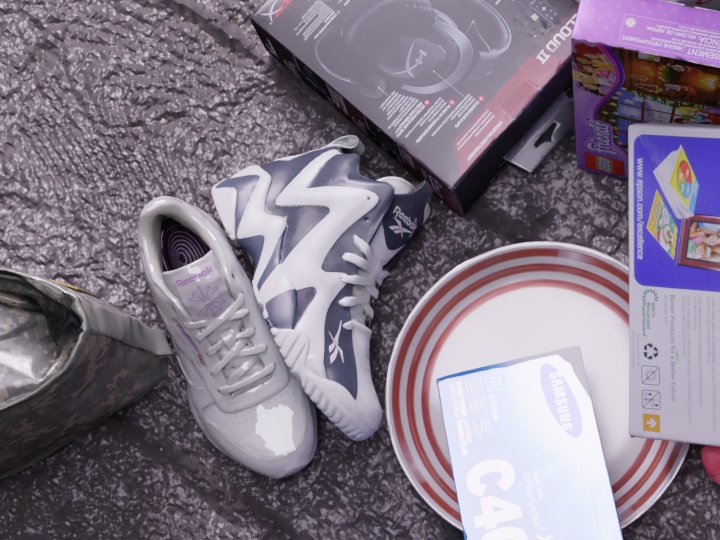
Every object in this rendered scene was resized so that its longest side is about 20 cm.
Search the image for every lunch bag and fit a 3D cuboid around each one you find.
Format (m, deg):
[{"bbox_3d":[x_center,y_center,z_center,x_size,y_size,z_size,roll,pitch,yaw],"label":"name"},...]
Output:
[{"bbox_3d":[-0.231,0.060,1.670,0.200,0.164,0.118,-20,75,10],"label":"lunch bag"}]

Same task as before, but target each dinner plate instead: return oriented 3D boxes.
[{"bbox_3d":[0.116,0.081,1.704,0.200,0.024,0.201,-2,76,7],"label":"dinner plate"}]

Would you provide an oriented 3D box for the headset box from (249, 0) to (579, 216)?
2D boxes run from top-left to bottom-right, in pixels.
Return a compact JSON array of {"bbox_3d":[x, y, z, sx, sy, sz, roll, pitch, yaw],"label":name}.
[{"bbox_3d":[0.053,-0.146,1.737,0.200,0.077,0.149,40,85,13],"label":"headset box"}]

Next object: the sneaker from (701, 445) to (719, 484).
[{"bbox_3d":[0.268,0.050,1.666,0.087,0.074,0.201,16,80,12],"label":"sneaker"}]

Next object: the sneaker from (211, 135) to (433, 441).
[{"bbox_3d":[0.000,0.000,1.703,0.129,0.080,0.199,-29,60,6],"label":"sneaker"}]

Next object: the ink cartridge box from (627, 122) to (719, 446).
[{"bbox_3d":[0.257,0.013,1.591,0.200,0.043,0.199,6,103,29],"label":"ink cartridge box"}]

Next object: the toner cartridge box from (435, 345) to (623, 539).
[{"bbox_3d":[0.107,0.144,1.615,0.095,0.043,0.200,-13,50,3],"label":"toner cartridge box"}]

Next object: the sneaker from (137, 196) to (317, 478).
[{"bbox_3d":[-0.094,0.042,1.701,0.075,0.100,0.200,-29,77,-1],"label":"sneaker"}]

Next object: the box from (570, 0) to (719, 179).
[{"bbox_3d":[0.201,-0.103,1.643,0.137,0.200,0.039,12,71,11],"label":"box"}]

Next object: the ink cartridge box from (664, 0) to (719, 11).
[{"bbox_3d":[0.236,-0.226,1.667,0.146,0.200,0.146,-21,75,3],"label":"ink cartridge box"}]
